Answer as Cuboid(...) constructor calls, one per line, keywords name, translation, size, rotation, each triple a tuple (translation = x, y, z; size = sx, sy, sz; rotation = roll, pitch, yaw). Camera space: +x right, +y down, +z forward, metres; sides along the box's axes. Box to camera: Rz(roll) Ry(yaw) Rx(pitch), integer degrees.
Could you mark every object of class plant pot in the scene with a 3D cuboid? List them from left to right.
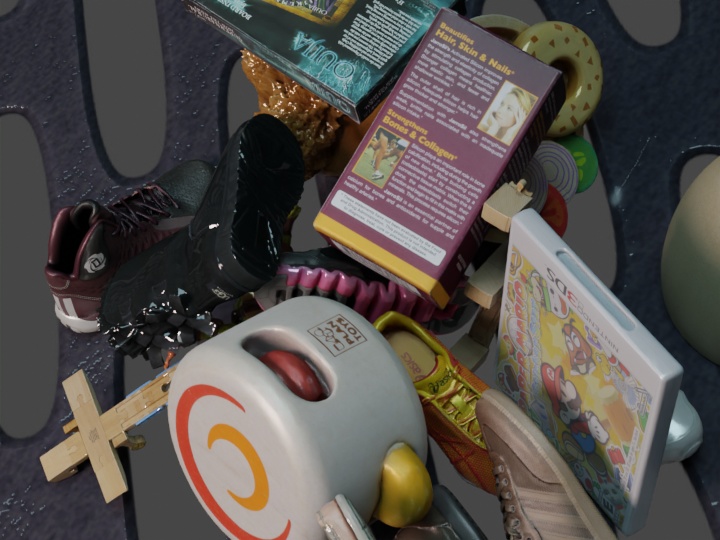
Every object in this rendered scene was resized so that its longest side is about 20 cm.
Cuboid(name="plant pot", translation=(0.337, -0.031, 1.419), size=(0.199, 0.135, 0.201), rotation=(-6, 56, 9))

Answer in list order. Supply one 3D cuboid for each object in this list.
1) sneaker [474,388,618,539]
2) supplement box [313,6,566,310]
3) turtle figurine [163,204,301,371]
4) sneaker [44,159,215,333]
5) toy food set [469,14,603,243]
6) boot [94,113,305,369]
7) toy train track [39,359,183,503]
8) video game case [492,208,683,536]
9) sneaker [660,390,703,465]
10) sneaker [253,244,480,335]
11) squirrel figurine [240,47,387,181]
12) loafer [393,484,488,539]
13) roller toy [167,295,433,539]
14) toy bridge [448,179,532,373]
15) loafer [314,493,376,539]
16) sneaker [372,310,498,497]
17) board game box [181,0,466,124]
Cuboid(name="sneaker", translation=(0.133, 0.184, 1.328), size=(0.075, 0.070, 0.200), rotation=(-35, 79, -5))
Cuboid(name="supplement box", translation=(0.064, -0.086, 1.390), size=(0.110, 0.086, 0.200), rotation=(30, 86, 13))
Cuboid(name="turtle figurine", translation=(-0.072, 0.026, 1.513), size=(0.199, 0.064, 0.162), rotation=(-7, 70, -5))
Cuboid(name="sneaker", translation=(-0.200, -0.044, 1.557), size=(0.076, 0.116, 0.200), rotation=(29, 67, 27))
Cuboid(name="toy food set", translation=(0.126, -0.117, 1.505), size=(0.049, 0.199, 0.199), rotation=(-1, 87, 52))
Cuboid(name="boot", translation=(-0.130, -0.023, 1.445), size=(0.162, 0.073, 0.199), rotation=(-31, 34, 34))
Cuboid(name="toy train track", translation=(-0.179, 0.117, 1.465), size=(0.200, 0.033, 0.115), rotation=(-34, 65, 20))
Cuboid(name="video game case", translation=(0.165, 0.079, 1.343), size=(0.023, 0.200, 0.182), rotation=(-25, 54, -21))
Cuboid(name="sneaker", translation=(0.187, 0.073, 1.401), size=(0.078, 0.100, 0.200), rotation=(-39, 57, -18))
Cuboid(name="sneaker", translation=(0.000, 0.000, 1.473), size=(0.199, 0.079, 0.096), rotation=(4, 49, -24))
Cuboid(name="squirrel figurine", translation=(-0.001, -0.170, 1.522), size=(0.199, 0.187, 0.142), rotation=(-7, 44, -31))
Cuboid(name="loafer", translation=(0.090, 0.253, 1.329), size=(0.071, 0.073, 0.200), rotation=(-37, 51, -1))
Cuboid(name="roller toy", translation=(-0.043, 0.119, 1.361), size=(0.140, 0.183, 0.200), rotation=(-27, 10, -35))
Cuboid(name="toy bridge", translation=(0.110, 0.001, 1.412), size=(0.027, 0.200, 0.067), rotation=(32, 50, 19))
Cuboid(name="loafer", translation=(0.011, 0.255, 1.273), size=(0.063, 0.200, 0.072), rotation=(-29, 19, -2))
Cuboid(name="sneaker", translation=(0.076, 0.112, 1.404), size=(0.200, 0.077, 0.073), rotation=(39, 85, 19))
Cuboid(name="board game box", translation=(-0.032, -0.218, 1.454), size=(0.200, 0.028, 0.135), rotation=(35, 73, 26))
